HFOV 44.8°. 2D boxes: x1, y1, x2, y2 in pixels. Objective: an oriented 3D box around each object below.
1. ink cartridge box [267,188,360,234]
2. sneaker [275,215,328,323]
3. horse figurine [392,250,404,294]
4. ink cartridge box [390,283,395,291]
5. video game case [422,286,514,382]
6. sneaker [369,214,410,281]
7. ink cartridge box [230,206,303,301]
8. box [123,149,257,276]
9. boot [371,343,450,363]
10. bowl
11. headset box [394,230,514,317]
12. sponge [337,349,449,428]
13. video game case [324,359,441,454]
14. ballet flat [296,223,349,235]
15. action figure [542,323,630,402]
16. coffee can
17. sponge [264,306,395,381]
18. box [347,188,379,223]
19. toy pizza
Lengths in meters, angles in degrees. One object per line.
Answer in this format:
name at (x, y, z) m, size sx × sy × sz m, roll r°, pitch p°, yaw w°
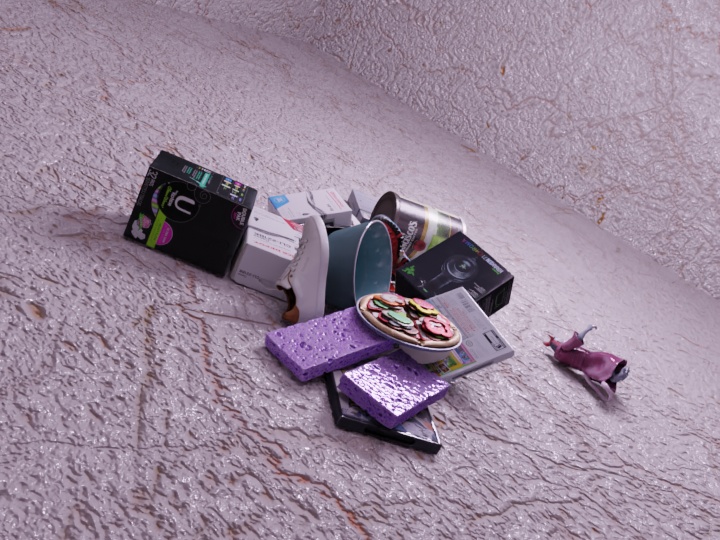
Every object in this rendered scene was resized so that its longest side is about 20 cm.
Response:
ink cartridge box at (-0.095, -0.123, 1.932) m, size 0.199 × 0.067 × 0.116 m, roll -10°, pitch 35°, yaw -22°
sneaker at (-0.106, -0.005, 1.565) m, size 0.084 × 0.201 × 0.073 m, roll 6°, pitch -11°, yaw -21°
horse figurine at (0.000, 0.000, 1.806) m, size 0.199 × 0.133 × 0.050 m, roll 19°, pitch 9°, yaw 10°
ink cartridge box at (-0.008, -0.037, 1.961) m, size 0.162 × 0.057 × 0.200 m, roll 14°, pitch 20°, yaw -29°
video game case at (0.165, 0.125, 1.668) m, size 0.181 × 0.022 × 0.200 m, roll -19°, pitch 44°, yaw -16°
sneaker at (0.048, -0.059, 1.895) m, size 0.096 × 0.079 × 0.200 m, roll 58°, pitch -6°, yaw 39°
ink cartridge box at (-0.169, -0.033, 1.704) m, size 0.144 × 0.084 × 0.200 m, roll 22°, pitch 22°, yaw -14°
box at (-0.311, -0.107, 1.619) m, size 0.199 × 0.149 × 0.124 m, roll 23°, pitch 20°, yaw -11°
boot at (0.064, 0.118, 1.607) m, size 0.199 × 0.073 × 0.090 m, roll 6°, pitch 22°, yaw -15°
bowl at (-0.020, -0.002, 1.698) m, size 0.104 × 0.202 × 0.201 m, roll 6°, pitch 13°, yaw 22°
headset box at (0.190, 0.037, 1.839) m, size 0.199 × 0.093 × 0.174 m, roll -30°, pitch 54°, yaw -24°
sponge at (0.057, 0.190, 1.430) m, size 0.111 × 0.030 × 0.200 m, roll 36°, pitch 23°, yaw 21°
video game case at (0.031, 0.212, 1.443) m, size 0.180 × 0.026 × 0.200 m, roll 20°, pitch 22°, yaw -19°
ballet flat at (-0.069, -0.066, 1.861) m, size 0.199 × 0.067 × 0.057 m, roll 0°, pitch -9°, yaw -27°
action figure at (0.497, 0.207, 1.962) m, size 0.199 × 0.134 × 0.149 m, roll 22°, pitch 60°, yaw 24°
coffee can at (0.136, -0.093, 2.120) m, size 0.199 × 0.147 × 0.147 m, roll 17°, pitch 22°, yaw -23°
sponge at (-0.050, 0.120, 1.477) m, size 0.199 × 0.030 × 0.111 m, roll -16°, pitch 39°, yaw -37°
box at (0.054, -0.136, 2.277) m, size 0.155 × 0.041 × 0.200 m, roll 20°, pitch 23°, yaw -18°
toy pizza at (0.089, 0.083, 1.549) m, size 0.199 × 0.032 × 0.200 m, roll 17°, pitch 20°, yaw -6°
